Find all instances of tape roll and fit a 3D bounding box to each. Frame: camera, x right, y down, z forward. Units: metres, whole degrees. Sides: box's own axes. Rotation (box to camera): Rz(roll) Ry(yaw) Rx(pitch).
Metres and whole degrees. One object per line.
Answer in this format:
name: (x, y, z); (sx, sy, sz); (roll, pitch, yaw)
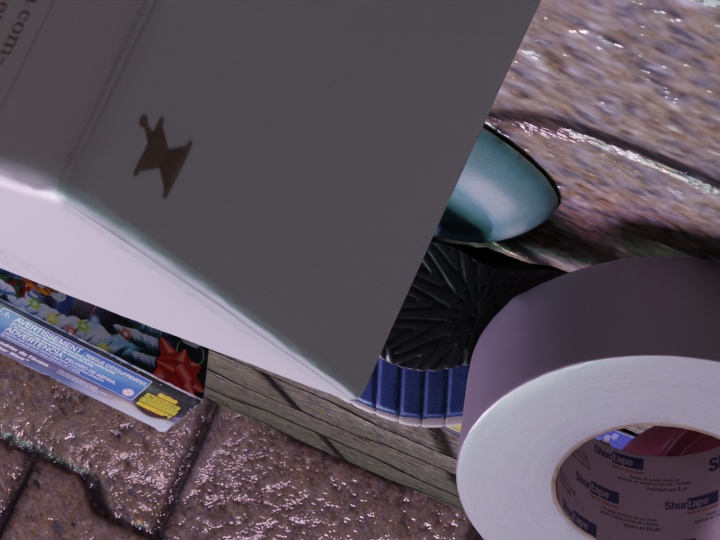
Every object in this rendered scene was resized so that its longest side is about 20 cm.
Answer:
tape roll: (0.149, 0.085, 0.913); (0.199, 0.066, 0.201); (5, 136, 5)

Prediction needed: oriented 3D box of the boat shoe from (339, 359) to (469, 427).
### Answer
boat shoe: (0.066, 0.057, 1.136); (0.199, 0.073, 0.072); (7, -171, -7)

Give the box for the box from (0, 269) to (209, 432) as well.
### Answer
box: (-0.139, -0.028, 0.972); (0.137, 0.201, 0.040); (29, 132, -28)

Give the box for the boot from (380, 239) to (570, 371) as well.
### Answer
boot: (0.001, 0.000, 1.012); (0.164, 0.066, 0.200); (11, -173, -38)

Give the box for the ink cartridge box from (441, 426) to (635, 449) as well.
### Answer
ink cartridge box: (0.136, 0.136, 1.589); (0.199, 0.047, 0.198); (25, 170, 9)

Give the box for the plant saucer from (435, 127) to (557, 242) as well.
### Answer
plant saucer: (0.002, -0.060, 0.918); (0.199, 0.028, 0.200); (23, 170, 4)

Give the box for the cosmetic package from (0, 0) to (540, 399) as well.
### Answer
cosmetic package: (-0.080, -0.086, 0.555); (0.199, 0.168, 0.166); (19, 168, 33)

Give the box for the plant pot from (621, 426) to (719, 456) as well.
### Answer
plant pot: (0.268, 0.180, 1.122); (0.199, 0.201, 0.179); (29, 154, -26)
